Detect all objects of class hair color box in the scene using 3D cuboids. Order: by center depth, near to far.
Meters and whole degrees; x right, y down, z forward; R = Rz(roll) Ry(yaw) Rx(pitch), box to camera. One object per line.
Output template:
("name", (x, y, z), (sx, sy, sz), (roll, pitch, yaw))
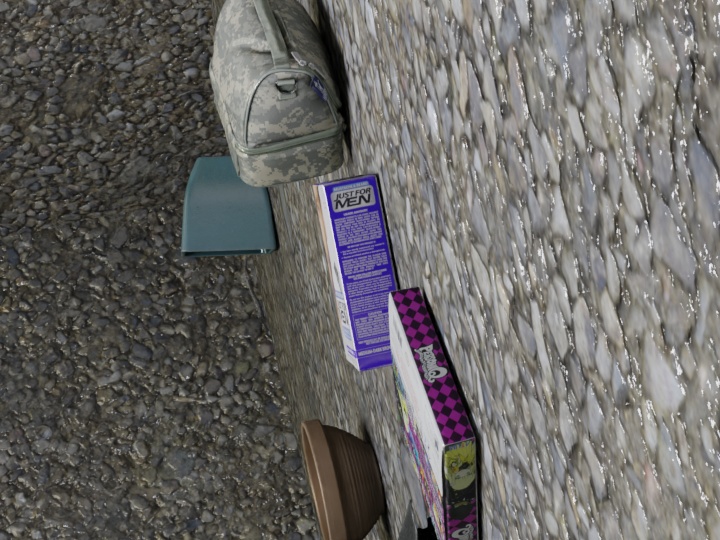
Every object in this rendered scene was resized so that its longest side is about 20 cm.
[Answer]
("hair color box", (0.000, 0.000, 1.644), (0.109, 0.064, 0.202), (-159, 59, -82))

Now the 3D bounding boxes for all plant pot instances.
("plant pot", (-0.020, 0.305, 2.170), (0.201, 0.092, 0.203), (168, 90, -84))
("plant pot", (-0.280, -0.136, 3.185), (0.196, 0.193, 0.203), (162, 107, -83))

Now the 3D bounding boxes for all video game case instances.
("video game case", (0.069, 0.148, 1.440), (0.201, 0.035, 0.183), (-109, 10, -47))

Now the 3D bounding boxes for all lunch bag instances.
("lunch bag", (-0.098, -0.218, 1.752), (0.169, 0.138, 0.201), (85, 170, -46))

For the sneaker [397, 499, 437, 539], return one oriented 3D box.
("sneaker", (0.070, 0.342, 1.673), (0.201, 0.059, 0.105), (95, 161, -50))
